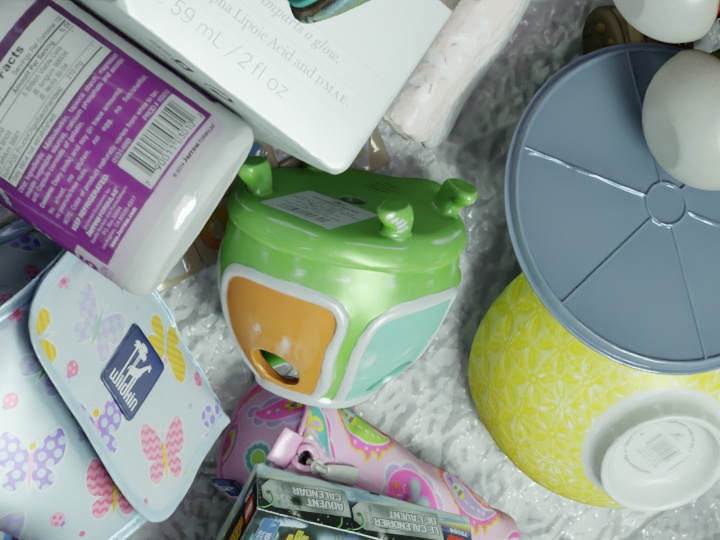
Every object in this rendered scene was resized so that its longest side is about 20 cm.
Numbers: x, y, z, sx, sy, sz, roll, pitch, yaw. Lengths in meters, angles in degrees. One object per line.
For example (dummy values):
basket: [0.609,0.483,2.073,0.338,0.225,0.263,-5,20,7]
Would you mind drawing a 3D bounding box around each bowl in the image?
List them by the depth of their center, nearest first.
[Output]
bowl: [0.173,0.083,1.551,0.198,0.108,0.201,-6,131,-7]

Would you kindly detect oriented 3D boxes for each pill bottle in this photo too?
pill bottle: [-0.165,-0.085,1.345,0.199,0.112,0.113,35,89,1]

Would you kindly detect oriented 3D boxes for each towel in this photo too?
towel: [0.080,-0.158,1.437,0.032,0.191,0.201,33,91,3]

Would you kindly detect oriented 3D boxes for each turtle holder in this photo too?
turtle holder: [-0.011,-0.001,1.471,0.140,0.186,0.133,11,107,2]

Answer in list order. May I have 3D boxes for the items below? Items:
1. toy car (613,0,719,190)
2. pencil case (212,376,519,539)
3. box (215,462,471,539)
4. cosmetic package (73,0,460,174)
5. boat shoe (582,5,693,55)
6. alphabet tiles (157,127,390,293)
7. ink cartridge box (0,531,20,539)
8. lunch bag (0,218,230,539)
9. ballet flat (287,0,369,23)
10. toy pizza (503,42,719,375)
toy car: [0.248,-0.142,1.431,0.174,0.150,0.202,-21,105,-23]
pencil case: [0.005,0.141,1.537,0.200,0.087,0.088,36,89,-30]
box: [-0.034,0.207,1.505,0.136,0.040,0.201,15,130,-16]
cosmetic package: [-0.043,-0.189,1.367,0.164,0.165,0.201,35,87,-28]
boat shoe: [0.188,-0.071,1.573,0.067,0.072,0.202,-15,109,-19]
alphabet tiles: [-0.094,-0.088,1.471,0.199,0.008,0.168,-30,116,-15]
ink cartridge box: [-0.250,0.208,1.373,0.196,0.047,0.201,24,127,-8]
lunch bag: [-0.186,0.078,1.412,0.199,0.127,0.170,-35,119,-16]
ballet flat: [0.039,-0.198,1.273,0.074,0.074,0.201,33,90,-30]
toy pizza: [0.174,-0.035,1.492,0.198,0.032,0.202,4,75,-17]
